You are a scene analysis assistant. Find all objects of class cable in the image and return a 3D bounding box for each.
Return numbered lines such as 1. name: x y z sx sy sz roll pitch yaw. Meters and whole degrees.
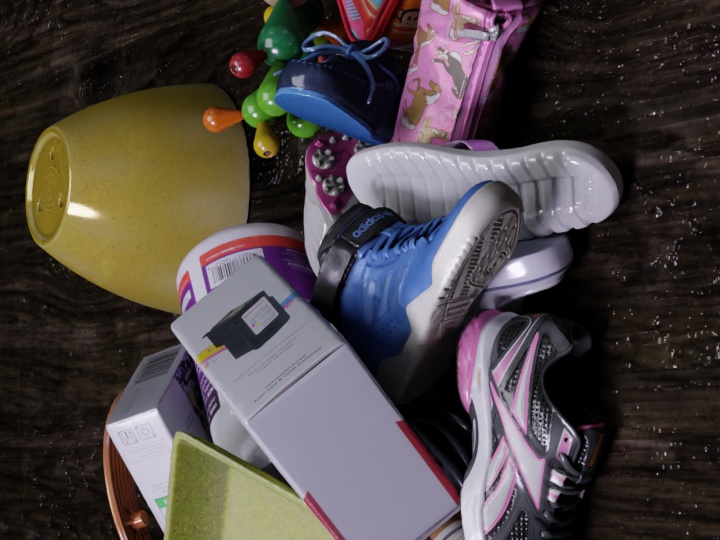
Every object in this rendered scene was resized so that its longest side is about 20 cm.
1. cable: 0.027 0.178 1.708 0.200 0.051 0.163 -64 36 34

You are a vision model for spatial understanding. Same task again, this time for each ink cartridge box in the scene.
1. ink cartridge box: -0.117 0.167 1.867 0.050 0.200 0.109 -20 21 21
2. ink cartridge box: -0.032 0.092 1.593 0.083 0.146 0.200 -39 24 -4

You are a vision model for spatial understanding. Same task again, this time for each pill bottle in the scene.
1. pill bottle: -0.068 0.071 1.832 0.113 0.112 0.200 -53 42 44

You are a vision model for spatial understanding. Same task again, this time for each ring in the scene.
1. ring: -0.139 0.180 1.897 0.019 0.200 0.201 -20 64 21

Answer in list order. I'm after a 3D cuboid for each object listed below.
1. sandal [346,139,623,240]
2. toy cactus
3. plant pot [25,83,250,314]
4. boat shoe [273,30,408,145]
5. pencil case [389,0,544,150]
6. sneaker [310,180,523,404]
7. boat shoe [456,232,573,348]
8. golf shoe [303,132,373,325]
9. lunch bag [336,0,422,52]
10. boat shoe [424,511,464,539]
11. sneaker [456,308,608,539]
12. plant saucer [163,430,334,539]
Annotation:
1. sandal: 0.085 -0.058 1.589 0.202 0.050 0.083 3 130 33
2. toy cactus: -0.058 -0.179 1.785 0.102 0.200 0.166 1 110 20
3. plant pot: -0.200 -0.066 2.063 0.200 0.142 0.201 -16 71 60
4. boat shoe: -0.009 -0.131 1.693 0.200 0.084 0.069 15 -88 -77
5. pencil case: 0.061 -0.106 1.656 0.083 0.086 0.201 26 113 24
6. sneaker: 0.027 -0.011 1.553 0.111 0.077 0.200 46 144 18
7. boat shoe: 0.079 0.023 1.631 0.200 0.073 0.066 -19 97 56
8. golf shoe: 0.000 0.000 1.778 0.092 0.075 0.201 113 152 -58
9. lunch bag: 0.024 -0.257 1.753 0.176 0.082 0.200 118 146 -42
10. boat shoe: 0.032 0.232 1.619 0.062 0.074 0.200 43 128 36
11. sneaker: 0.115 0.122 1.534 0.086 0.080 0.201 -7 91 35
12. plant saucer: -0.057 0.232 1.732 0.200 0.048 0.200 26 119 36
